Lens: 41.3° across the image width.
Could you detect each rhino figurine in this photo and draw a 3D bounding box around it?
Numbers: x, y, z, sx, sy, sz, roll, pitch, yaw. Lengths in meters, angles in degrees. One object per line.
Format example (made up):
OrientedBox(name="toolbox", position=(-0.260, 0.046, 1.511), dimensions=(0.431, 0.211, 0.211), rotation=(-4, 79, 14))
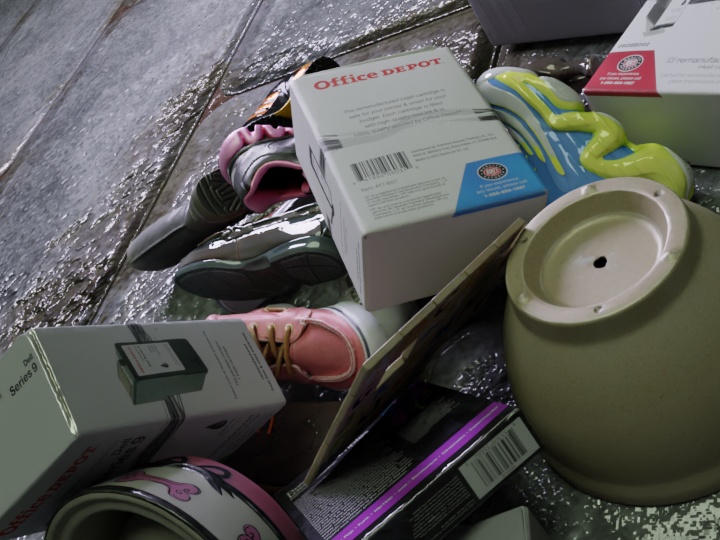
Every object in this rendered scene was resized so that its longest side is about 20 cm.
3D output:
OrientedBox(name="rhino figurine", position=(0.160, -0.119, 0.858), dimensions=(0.087, 0.060, 0.201), rotation=(1, 52, 38))

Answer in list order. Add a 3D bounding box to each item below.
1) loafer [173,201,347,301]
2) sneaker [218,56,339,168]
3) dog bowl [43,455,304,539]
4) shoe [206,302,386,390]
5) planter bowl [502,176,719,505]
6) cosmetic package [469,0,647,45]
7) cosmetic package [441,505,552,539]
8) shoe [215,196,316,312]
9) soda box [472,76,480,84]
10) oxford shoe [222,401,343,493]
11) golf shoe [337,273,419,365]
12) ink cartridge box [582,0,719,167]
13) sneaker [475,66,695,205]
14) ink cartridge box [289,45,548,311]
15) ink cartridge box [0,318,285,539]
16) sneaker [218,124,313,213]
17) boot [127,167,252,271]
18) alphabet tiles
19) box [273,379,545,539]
OrientedBox(name="loafer", position=(-0.084, -0.017, 0.853), dimensions=(0.198, 0.072, 0.064), rotation=(-9, 57, 37))
OrientedBox(name="sneaker", position=(-0.101, -0.175, 1.163), dimensions=(0.200, 0.070, 0.090), rotation=(-49, 21, -15))
OrientedBox(name="dog bowl", position=(-0.111, 0.213, 0.629), dimensions=(0.198, 0.202, 0.074), rotation=(-12, 15, 33))
OrientedBox(name="shoe", position=(-0.064, 0.067, 0.787), dimensions=(0.090, 0.072, 0.199), rotation=(-12, 9, -32))
OrientedBox(name="planter bowl", position=(0.173, 0.028, 0.616), dimensions=(0.199, 0.135, 0.201), rotation=(-24, 38, 20))
OrientedBox(name="cosmetic package", position=(0.206, -0.300, 0.965), dimensions=(0.199, 0.107, 0.091), rotation=(5, 53, 43))
OrientedBox(name="cosmetic package", position=(0.072, 0.243, 0.513), dimensions=(0.106, 0.090, 0.201), rotation=(-24, 35, 21))
OrientedBox(name="shoe", position=(-0.079, -0.040, 0.975), dimensions=(0.200, 0.072, 0.091), rotation=(-40, 27, -12))
OrientedBox(name="soda box", position=(0.084, -0.086, 0.878), dimensions=(0.063, 0.071, 0.201), rotation=(-12, 43, 31))
OrientedBox(name="oxford shoe", position=(-0.082, 0.137, 0.779), dimensions=(0.198, 0.073, 0.072), rotation=(-18, 40, 27))
OrientedBox(name="golf shoe", position=(0.000, 0.000, 0.843), dimensions=(0.075, 0.092, 0.201), rotation=(-26, 38, 14))
OrientedBox(name="ink cartridge box", position=(0.300, -0.186, 0.784), dimensions=(0.146, 0.083, 0.201), rotation=(13, 60, 50))
OrientedBox(name="sneaker", position=(0.157, -0.082, 0.760), dimensions=(0.199, 0.076, 0.106), rotation=(33, 85, 25))
OrientedBox(name="ink cartridge box", position=(0.039, -0.080, 0.761), dimensions=(0.144, 0.085, 0.201), rotation=(-14, 46, -11))
OrientedBox(name="ink cartridge box", position=(-0.175, 0.110, 0.683), dimensions=(0.146, 0.199, 0.085), rotation=(-44, 66, 27))
OrientedBox(name="sneaker", position=(-0.032, -0.106, 0.896), dimensions=(0.198, 0.080, 0.096), rotation=(-21, 37, -1))
OrientedBox(name="boot", position=(-0.150, -0.066, 1.057), dimensions=(0.181, 0.073, 0.200), rotation=(-20, -11, -34))
OrientedBox(name="alphabet tiles", position=(0.045, 0.049, 0.651), dimensions=(0.008, 0.168, 0.200), rotation=(41, 54, 14))
OrientedBox(name="box", position=(0.022, 0.135, 0.636), dimensions=(0.143, 0.036, 0.200), rotation=(-38, 9, -12))
